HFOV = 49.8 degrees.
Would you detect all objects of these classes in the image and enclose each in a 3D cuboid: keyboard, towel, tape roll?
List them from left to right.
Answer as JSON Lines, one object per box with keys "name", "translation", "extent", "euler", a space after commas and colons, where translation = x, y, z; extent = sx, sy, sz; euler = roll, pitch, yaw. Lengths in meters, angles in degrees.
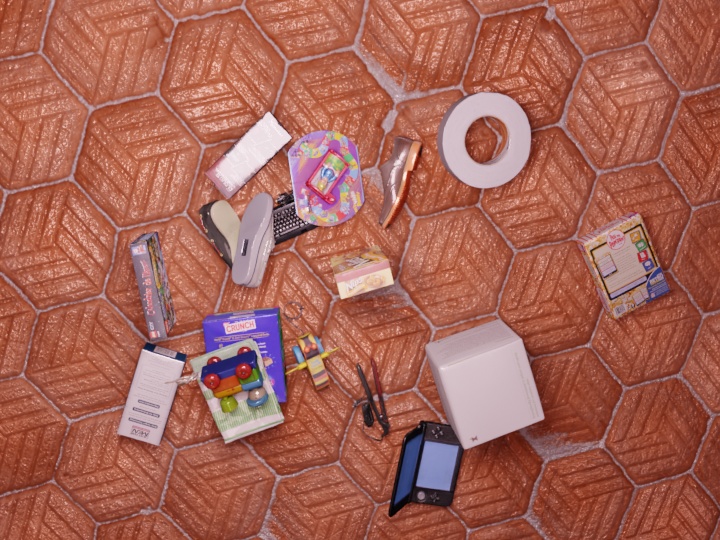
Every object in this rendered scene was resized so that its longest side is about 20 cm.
{"name": "towel", "translation": [-0.264, 0.261, 1.678], "extent": [0.150, 0.023, 0.204], "euler": [-20, 103, 2]}
{"name": "keyboard", "translation": [-0.140, -0.128, 1.683], "extent": [0.197, 0.040, 0.106], "euler": [-24, 103, -2]}
{"name": "tape roll", "translation": [0.267, -0.282, 1.681], "extent": [0.196, 0.066, 0.205], "euler": [-1, 102, -5]}

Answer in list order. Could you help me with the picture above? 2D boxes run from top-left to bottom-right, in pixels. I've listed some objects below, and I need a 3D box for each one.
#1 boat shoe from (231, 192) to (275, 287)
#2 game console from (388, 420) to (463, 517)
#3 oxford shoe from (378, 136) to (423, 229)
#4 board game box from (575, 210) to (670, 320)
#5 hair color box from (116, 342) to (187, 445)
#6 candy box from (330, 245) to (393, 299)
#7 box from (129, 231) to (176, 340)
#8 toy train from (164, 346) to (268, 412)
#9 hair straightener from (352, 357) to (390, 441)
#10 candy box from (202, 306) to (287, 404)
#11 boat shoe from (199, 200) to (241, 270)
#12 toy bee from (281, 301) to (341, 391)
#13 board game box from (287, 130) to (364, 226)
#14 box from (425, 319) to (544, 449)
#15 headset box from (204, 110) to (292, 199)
{"name": "boat shoe", "translation": [-0.215, -0.062, 1.653], "extent": [0.069, 0.070, 0.204], "euler": [21, 77, -52]}
{"name": "game console", "translation": [0.156, 0.464, 1.789], "extent": [0.172, 0.116, 0.204], "euler": [10, 100, -7]}
{"name": "oxford shoe", "translation": [0.071, -0.191, 1.687], "extent": [0.072, 0.071, 0.204], "euler": [21, 94, 11]}
{"name": "board game box", "translation": [0.602, -0.011, 1.776], "extent": [0.149, 0.046, 0.203], "euler": [-26, 102, 0]}
{"name": "hair color box", "translation": [-0.460, 0.273, 1.717], "extent": [0.098, 0.061, 0.204], "euler": [18, 98, -9]}
{"name": "candy box", "translation": [0.000, 0.000, 1.640], "extent": [0.113, 0.200, 0.056], "euler": [-17, 102, -2]}
{"name": "box", "translation": [-0.435, 0.030, 1.634], "extent": [0.037, 0.137, 0.204], "euler": [-10, 102, -4]}
{"name": "toy train", "translation": [-0.297, 0.249, 1.630], "extent": [0.196, 0.085, 0.118], "euler": [-18, 114, 3]}
{"name": "hair straightener", "translation": [0.018, 0.305, 1.789], "extent": [0.075, 0.041, 0.204], "euler": [-14, 106, -3]}
{"name": "candy box", "translation": [-0.252, 0.191, 1.715], "extent": [0.165, 0.077, 0.205], "euler": [-5, 103, -3]}
{"name": "boat shoe", "translation": [-0.279, -0.059, 1.674], "extent": [0.074, 0.062, 0.204], "euler": [-46, 121, -38]}
{"name": "toy bee", "translation": [-0.118, 0.184, 1.706], "extent": [0.131, 0.109, 0.200], "euler": [-44, 108, -5]}
{"name": "board game box", "translation": [-0.068, -0.197, 1.657], "extent": [0.155, 0.039, 0.205], "euler": [-10, 98, -15]}
{"name": "box", "translation": [0.273, 0.248, 1.729], "extent": [0.196, 0.171, 0.203], "euler": [-19, 103, -1]}
{"name": "headset box", "translation": [-0.234, -0.232, 1.597], "extent": [0.200, 0.149, 0.075], "euler": [-43, 101, 4]}
